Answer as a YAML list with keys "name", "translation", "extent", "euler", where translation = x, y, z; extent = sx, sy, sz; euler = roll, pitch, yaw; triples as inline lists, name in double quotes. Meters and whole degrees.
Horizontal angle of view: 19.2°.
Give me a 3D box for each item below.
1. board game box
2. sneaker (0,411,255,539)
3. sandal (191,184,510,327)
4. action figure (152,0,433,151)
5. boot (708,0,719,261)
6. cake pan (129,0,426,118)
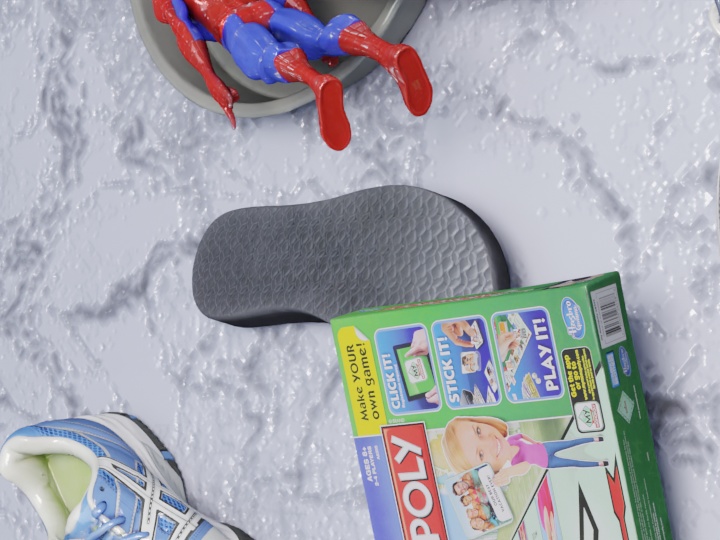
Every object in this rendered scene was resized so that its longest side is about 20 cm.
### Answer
- name: "board game box"
  translation: [0.065, 0.108, 0.883]
  extent: [0.134, 0.029, 0.200]
  euler: [-9, 94, 39]
- name: "sneaker"
  translation: [-0.104, 0.141, 1.026]
  extent: [0.200, 0.077, 0.076]
  euler: [39, 107, 35]
- name: "sandal"
  translation: [0.000, -0.001, 0.986]
  extent: [0.200, 0.043, 0.076]
  euler: [9, 82, 49]
- name: "action figure"
  translation: [-0.043, -0.104, 0.964]
  extent: [0.200, 0.065, 0.052]
  euler: [39, 152, 51]
- name: "boot"
  translation: [0.159, -0.079, 0.820]
  extent: [0.073, 0.090, 0.200]
  euler: [8, 90, 41]
- name: "cake pan"
  translation: [-0.033, -0.171, 1.033]
  extent: [0.200, 0.037, 0.201]
  euler: [-6, 81, 40]
